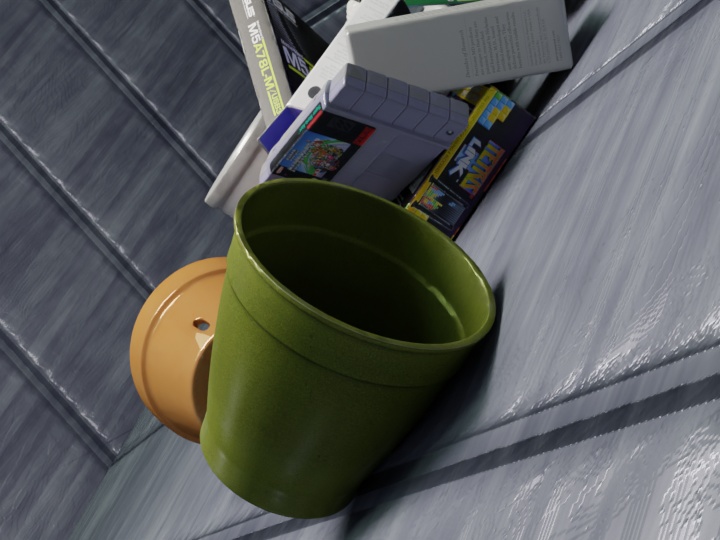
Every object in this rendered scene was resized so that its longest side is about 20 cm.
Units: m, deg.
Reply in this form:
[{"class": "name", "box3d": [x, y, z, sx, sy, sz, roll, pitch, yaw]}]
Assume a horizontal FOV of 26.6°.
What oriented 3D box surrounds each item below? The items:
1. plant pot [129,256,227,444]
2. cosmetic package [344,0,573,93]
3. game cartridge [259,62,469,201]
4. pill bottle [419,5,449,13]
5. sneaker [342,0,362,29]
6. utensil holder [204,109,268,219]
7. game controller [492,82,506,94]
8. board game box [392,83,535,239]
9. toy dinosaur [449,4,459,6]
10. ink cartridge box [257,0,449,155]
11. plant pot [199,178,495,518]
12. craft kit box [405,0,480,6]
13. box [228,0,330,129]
[{"class": "plant pot", "box3d": [-0.128, 0.098, 1.584, 0.201, 0.199, 0.140, -57, 24, -2]}, {"class": "cosmetic package", "box3d": [0.087, -0.206, 1.404, 0.101, 0.197, 0.072, -97, -3, -78]}, {"class": "game cartridge", "box3d": [-0.003, -0.111, 1.396, 0.200, 0.128, 0.039, 136, 140, -55]}, {"class": "pill bottle", "box3d": [0.070, -0.198, 1.745, 0.201, 0.114, 0.114, -55, 8, 9]}, {"class": "sneaker", "box3d": [0.021, -0.249, 1.688, 0.080, 0.073, 0.200, -67, 16, 8]}, {"class": "utensil holder", "box3d": [-0.064, -0.098, 1.849, 0.171, 0.199, 0.170, -54, 8, 11]}, {"class": "game controller", "box3d": [0.091, -0.139, 1.648, 0.201, 0.042, 0.104, -56, 8, 14]}, {"class": "board game box", "box3d": [0.087, -0.103, 1.478, 0.166, 0.056, 0.200, -54, 9, 7]}, {"class": "toy dinosaur", "box3d": [0.165, -0.268, 1.600, 0.134, 0.087, 0.200, -20, 23, -12]}, {"class": "ink cartridge box", "box3d": [0.004, -0.153, 1.541, 0.201, 0.043, 0.198, -53, -32, -8]}, {"class": "plant pot", "box3d": [-0.029, 0.069, 1.118, 0.201, 0.198, 0.194, -71, 5, -61]}, {"class": "craft kit box", "box3d": [0.134, -0.338, 1.610, 0.198, 0.049, 0.198, 3, 30, 32]}, {"class": "box", "box3d": [-0.057, -0.187, 1.639, 0.047, 0.195, 0.200, -23, -25, 18]}]
